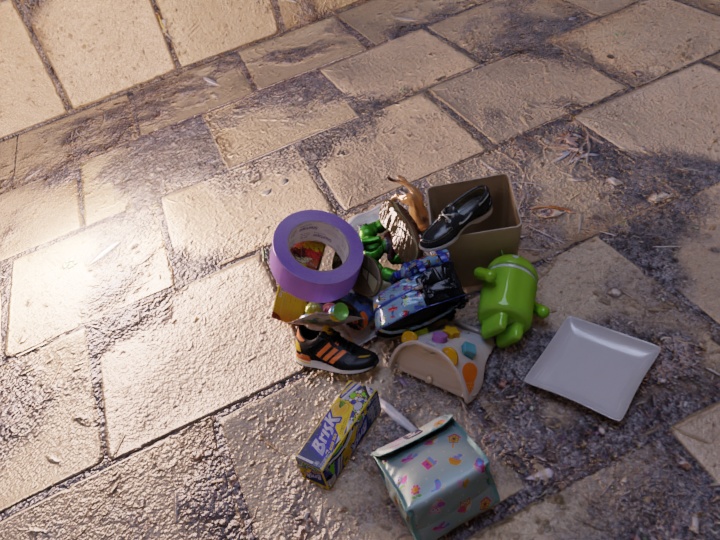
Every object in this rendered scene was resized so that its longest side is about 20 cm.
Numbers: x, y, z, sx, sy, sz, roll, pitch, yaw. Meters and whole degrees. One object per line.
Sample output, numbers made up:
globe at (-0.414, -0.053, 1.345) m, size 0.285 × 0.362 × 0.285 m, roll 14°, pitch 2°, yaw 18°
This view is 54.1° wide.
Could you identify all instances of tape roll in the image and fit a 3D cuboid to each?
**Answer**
tape roll at (-0.093, -0.033, 1.500) m, size 0.194 × 0.066 × 0.204 m, roll 8°, pitch 51°, yaw -10°

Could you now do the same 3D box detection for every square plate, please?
square plate at (0.447, 0.187, 1.361) m, size 0.195 × 0.029 × 0.200 m, roll 20°, pitch 51°, yaw 36°

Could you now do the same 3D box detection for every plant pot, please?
plant pot at (0.263, -0.078, 1.622) m, size 0.194 × 0.180 × 0.203 m, roll -8°, pitch 40°, yaw 8°

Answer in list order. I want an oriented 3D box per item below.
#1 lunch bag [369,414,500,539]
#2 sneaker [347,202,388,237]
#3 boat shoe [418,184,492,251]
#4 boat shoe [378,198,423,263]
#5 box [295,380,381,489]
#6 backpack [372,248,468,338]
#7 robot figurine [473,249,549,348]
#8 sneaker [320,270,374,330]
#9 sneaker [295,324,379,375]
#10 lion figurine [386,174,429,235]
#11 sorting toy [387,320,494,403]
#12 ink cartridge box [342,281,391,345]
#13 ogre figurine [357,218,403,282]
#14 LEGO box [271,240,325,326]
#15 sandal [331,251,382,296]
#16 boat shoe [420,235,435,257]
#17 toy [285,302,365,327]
lunch bag at (0.120, 0.341, 1.220) m, size 0.167 × 0.124 × 0.200 m, roll -26°, pitch 31°, yaw -8°
sneaker at (0.030, -0.112, 1.832) m, size 0.198 × 0.074 × 0.084 m, roll -37°, pitch 40°, yaw -26°
boat shoe at (0.199, -0.114, 1.498) m, size 0.198 × 0.061 × 0.075 m, roll -37°, pitch 44°, yaw -23°
boat shoe at (0.104, -0.089, 1.588) m, size 0.066 × 0.073 × 0.202 m, roll 10°, pitch 34°, yaw -28°
box at (-0.039, 0.312, 1.354) m, size 0.069 × 0.065 × 0.201 m, roll 13°, pitch 46°, yaw 31°
backpack at (0.109, 0.060, 1.497) m, size 0.195 × 0.183 × 0.138 m, roll -21°, pitch 79°, yaw -7°
robot figurine at (0.309, 0.055, 1.480) m, size 0.115 × 0.173 × 0.204 m, roll -39°, pitch 26°, yaw 54°
sneaker at (-0.032, 0.062, 1.596) m, size 0.077 × 0.077 × 0.199 m, roll -19°, pitch 44°, yaw -35°
sneaker at (-0.055, 0.163, 1.504) m, size 0.195 × 0.093 × 0.070 m, roll 4°, pitch 18°, yaw 25°
lion figurine at (0.142, -0.150, 1.748) m, size 0.073 × 0.201 × 0.122 m, roll -48°, pitch 39°, yaw -10°
sorting toy at (0.185, 0.158, 1.456) m, size 0.197 × 0.110 × 0.178 m, roll 18°, pitch 30°, yaw 35°
ink cartridge box at (0.016, 0.083, 1.640) m, size 0.159 × 0.051 × 0.201 m, roll -26°, pitch 52°, yaw -13°
ogre figurine at (0.056, -0.052, 1.655) m, size 0.116 × 0.098 × 0.206 m, roll -3°, pitch 77°, yaw -6°
LEGO box at (-0.138, 0.004, 1.642) m, size 0.075 × 0.203 × 0.151 m, roll 18°, pitch 43°, yaw -1°
sandal at (0.000, 0.000, 1.584) m, size 0.053 × 0.082 × 0.199 m, roll 17°, pitch 8°, yaw -34°
boat shoe at (0.137, -0.042, 1.711) m, size 0.066 × 0.073 × 0.200 m, roll -23°, pitch 36°, yaw -13°
toy at (-0.079, 0.092, 1.525) m, size 0.112 × 0.049 × 0.199 m, roll 9°, pitch -10°, yaw -25°
